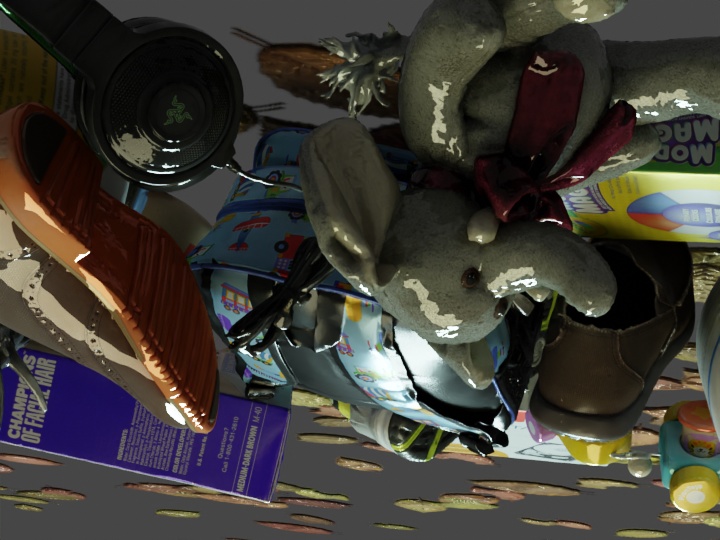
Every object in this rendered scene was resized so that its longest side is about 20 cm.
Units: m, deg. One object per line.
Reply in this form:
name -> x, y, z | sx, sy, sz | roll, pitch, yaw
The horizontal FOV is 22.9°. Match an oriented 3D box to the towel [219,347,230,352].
towel -> -0.007, 0.028, 1.154 | 0.147, 0.022, 0.200 | -21, 179, -29

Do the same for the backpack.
backpack -> 0.000, 0.000, 0.928 | 0.182, 0.135, 0.200 | 13, 166, 18

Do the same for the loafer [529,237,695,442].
loafer -> 0.144, 0.015, 0.954 | 0.073, 0.071, 0.200 | 12, -149, 11

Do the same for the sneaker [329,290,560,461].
sneaker -> 0.062, 0.038, 1.088 | 0.076, 0.076, 0.200 | 23, -143, 33

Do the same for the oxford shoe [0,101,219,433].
oxford shoe -> -0.129, 0.007, 0.811 | 0.073, 0.071, 0.200 | -17, 129, 20

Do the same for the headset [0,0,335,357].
headset -> -0.092, -0.058, 0.750 | 0.200, 0.094, 0.124 | 39, 177, -4

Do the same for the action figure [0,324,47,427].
action figure -> -0.235, -0.008, 0.927 | 0.200, 0.119, 0.102 | 39, 130, 18

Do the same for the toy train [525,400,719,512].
toy train -> 0.189, 0.068, 1.112 | 0.200, 0.150, 0.056 | 27, 140, 34

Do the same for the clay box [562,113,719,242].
clay box -> 0.160, -0.049, 0.878 | 0.200, 0.048, 0.115 | 2, 165, 15

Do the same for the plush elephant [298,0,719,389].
plush elephant -> 0.058, -0.036, 0.758 | 0.200, 0.155, 0.165 | -4, 162, 32

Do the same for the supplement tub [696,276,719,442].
supplement tub -> 0.246, 0.051, 0.940 | 0.132, 0.132, 0.200 | 5, -173, 7

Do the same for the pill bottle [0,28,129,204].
pill bottle -> -0.213, -0.068, 0.843 | 0.200, 0.111, 0.111 | 12, 164, -18

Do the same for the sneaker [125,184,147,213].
sneaker -> -0.200, -0.041, 1.005 | 0.199, 0.071, 0.083 | -9, 149, 31

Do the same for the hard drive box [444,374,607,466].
hard drive box -> 0.123, 0.090, 1.350 | 0.156, 0.077, 0.200 | 5, 164, 4

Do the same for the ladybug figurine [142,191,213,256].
ladybug figurine -> -0.158, -0.003, 1.133 | 0.136, 0.072, 0.200 | 5, 165, 4

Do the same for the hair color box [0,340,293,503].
hair color box -> -0.142, 0.075, 1.063 | 0.200, 0.065, 0.109 | 12, -171, -3
